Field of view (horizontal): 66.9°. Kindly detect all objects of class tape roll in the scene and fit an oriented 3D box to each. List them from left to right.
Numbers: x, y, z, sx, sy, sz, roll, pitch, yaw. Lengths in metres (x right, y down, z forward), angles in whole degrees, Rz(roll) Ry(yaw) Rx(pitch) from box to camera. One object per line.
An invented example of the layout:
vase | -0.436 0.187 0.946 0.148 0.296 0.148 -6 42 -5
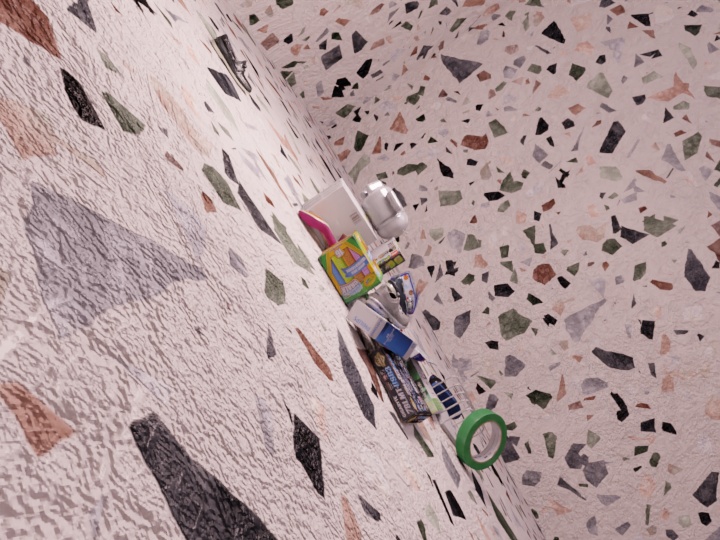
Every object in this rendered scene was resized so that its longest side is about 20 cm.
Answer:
tape roll | 0.416 0.580 1.873 0.202 0.200 0.048 54 -19 -28

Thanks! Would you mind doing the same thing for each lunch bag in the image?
lunch bag | 0.230 0.113 2.703 0.170 0.122 0.204 -16 89 -81

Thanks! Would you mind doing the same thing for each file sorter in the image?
file sorter | 0.346 0.504 1.979 0.140 0.123 0.201 55 8 -26

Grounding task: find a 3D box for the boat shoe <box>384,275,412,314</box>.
boat shoe | 0.120 0.097 1.684 0.075 0.061 0.202 38 -25 46

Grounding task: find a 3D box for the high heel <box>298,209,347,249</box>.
high heel | -0.119 -0.097 1.617 0.198 0.097 0.067 32 8 -29

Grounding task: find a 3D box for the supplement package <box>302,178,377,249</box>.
supplement package | -0.065 -0.152 1.694 0.201 0.154 0.111 55 8 -21

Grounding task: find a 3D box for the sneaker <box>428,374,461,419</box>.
sneaker | 0.330 0.490 2.126 0.201 0.069 0.078 56 13 -22

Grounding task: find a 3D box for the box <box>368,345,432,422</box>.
box | 0.110 0.312 1.479 0.202 0.049 0.198 61 10 22

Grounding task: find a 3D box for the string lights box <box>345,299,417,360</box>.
string lights box | 0.059 0.162 1.459 0.102 0.059 0.200 33 -4 44

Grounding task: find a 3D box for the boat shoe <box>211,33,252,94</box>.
boat shoe | -0.410 -0.688 1.812 0.201 0.065 0.075 57 8 -20

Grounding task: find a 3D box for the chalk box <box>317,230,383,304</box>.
chalk box | -0.013 0.008 1.551 0.202 0.123 0.125 58 9 -7

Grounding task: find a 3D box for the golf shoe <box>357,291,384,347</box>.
golf shoe | 0.059 0.146 1.622 0.075 0.090 0.202 48 15 -57

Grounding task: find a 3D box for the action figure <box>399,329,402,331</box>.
action figure | 0.093 0.176 1.719 0.066 0.098 0.200 55 11 -14

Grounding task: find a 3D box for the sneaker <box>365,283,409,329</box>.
sneaker | 0.095 0.104 1.537 0.074 0.083 0.200 34 -3 36

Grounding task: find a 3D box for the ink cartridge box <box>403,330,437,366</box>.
ink cartridge box | 0.173 0.267 1.898 0.200 0.043 0.196 47 2 21

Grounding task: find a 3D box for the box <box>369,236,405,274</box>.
box | 0.036 -0.015 1.669 0.035 0.198 0.111 53 11 -29

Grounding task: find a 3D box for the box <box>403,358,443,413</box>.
box | 0.215 0.398 1.878 0.202 0.036 0.144 61 8 20

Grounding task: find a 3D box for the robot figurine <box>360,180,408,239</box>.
robot figurine | 0.078 -0.184 1.733 0.202 0.112 0.170 59 -28 11
